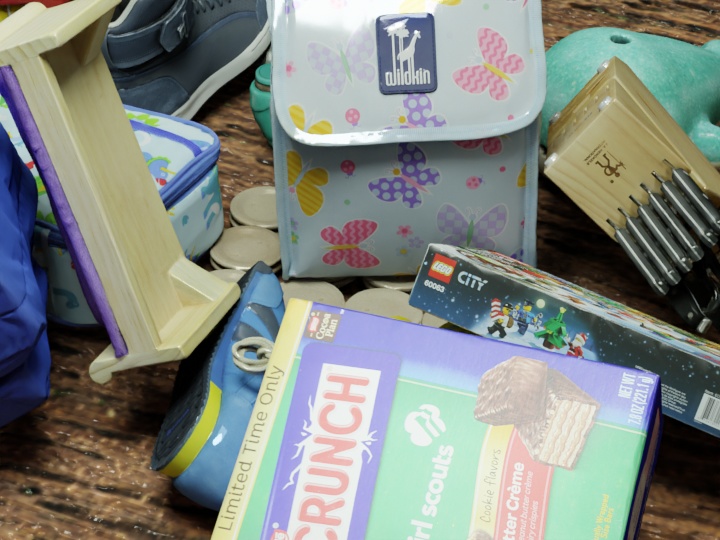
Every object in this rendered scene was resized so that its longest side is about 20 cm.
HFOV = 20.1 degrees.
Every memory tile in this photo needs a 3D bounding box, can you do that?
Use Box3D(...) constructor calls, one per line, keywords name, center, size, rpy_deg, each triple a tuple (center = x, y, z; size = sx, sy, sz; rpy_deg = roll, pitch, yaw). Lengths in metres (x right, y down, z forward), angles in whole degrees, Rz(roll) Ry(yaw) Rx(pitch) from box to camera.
Box3D(name="memory tile", center=(0.000, 0.000, 1.291), size=(0.198, 0.017, 0.154), rpy_deg=(7, 35, 8))

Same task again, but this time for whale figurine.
Box3D(name="whale figurine", center=(0.203, -0.126, 1.402), size=(0.199, 0.105, 0.159), rpy_deg=(-22, 42, -26))

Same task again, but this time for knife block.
Box3D(name="knife block", center=(0.195, -0.035, 1.242), size=(0.175, 0.064, 0.200), rpy_deg=(43, 16, -7))

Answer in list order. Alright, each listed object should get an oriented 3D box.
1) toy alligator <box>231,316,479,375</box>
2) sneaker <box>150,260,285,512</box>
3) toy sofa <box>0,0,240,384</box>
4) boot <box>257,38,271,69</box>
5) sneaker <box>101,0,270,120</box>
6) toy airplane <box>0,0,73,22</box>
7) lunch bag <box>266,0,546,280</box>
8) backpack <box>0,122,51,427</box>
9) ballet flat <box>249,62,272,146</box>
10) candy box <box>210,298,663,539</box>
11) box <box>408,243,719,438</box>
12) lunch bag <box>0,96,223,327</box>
Box3D(name="toy alligator", center=(0.014, 0.065, 1.148), size=(0.198, 0.055, 0.060), rpy_deg=(2, 45, -23))
Box3D(name="sneaker", center=(-0.062, 0.071, 1.155), size=(0.078, 0.066, 0.201), rpy_deg=(33, 29, -14))
Box3D(name="toy sofa", center=(-0.153, -0.044, 1.116), size=(0.097, 0.202, 0.083), rpy_deg=(-11, 20, 25))
Box3D(name="boot", center=(0.015, -0.189, 1.523), size=(0.130, 0.068, 0.200), rpy_deg=(15, 35, 27))
Box3D(name="sneaker", center=(-0.125, -0.196, 1.414), size=(0.076, 0.147, 0.203), rpy_deg=(14, 48, 24))
Box3D(name="toy airplane", center=(-0.275, -0.181, 1.451), size=(0.200, 0.141, 0.199), rpy_deg=(-40, 29, 4))
Box3D(name="lunch bag", center=(0.027, -0.099, 1.241), size=(0.168, 0.202, 0.128), rpy_deg=(0, 33, -1))
Box3D(name="backpack", center=(-0.256, -0.004, 1.130), size=(0.161, 0.169, 0.201), rpy_deg=(-23, 39, 4))
Box3D(name="ballet flat", center=(0.024, -0.115, 1.403), size=(0.198, 0.071, 0.068), rpy_deg=(-5, 28, 3))
Box3D(name="candy box", center=(0.037, 0.118, 1.015), size=(0.198, 0.077, 0.170), rpy_deg=(11, 67, 15))
Box3D(name="box", center=(0.139, 0.039, 1.150), size=(0.199, 0.038, 0.136), rpy_deg=(23, 7, 18))
Box3D(name="lunch bag", center=(-0.195, -0.051, 1.289), size=(0.199, 0.083, 0.161), rpy_deg=(18, 38, 26))
